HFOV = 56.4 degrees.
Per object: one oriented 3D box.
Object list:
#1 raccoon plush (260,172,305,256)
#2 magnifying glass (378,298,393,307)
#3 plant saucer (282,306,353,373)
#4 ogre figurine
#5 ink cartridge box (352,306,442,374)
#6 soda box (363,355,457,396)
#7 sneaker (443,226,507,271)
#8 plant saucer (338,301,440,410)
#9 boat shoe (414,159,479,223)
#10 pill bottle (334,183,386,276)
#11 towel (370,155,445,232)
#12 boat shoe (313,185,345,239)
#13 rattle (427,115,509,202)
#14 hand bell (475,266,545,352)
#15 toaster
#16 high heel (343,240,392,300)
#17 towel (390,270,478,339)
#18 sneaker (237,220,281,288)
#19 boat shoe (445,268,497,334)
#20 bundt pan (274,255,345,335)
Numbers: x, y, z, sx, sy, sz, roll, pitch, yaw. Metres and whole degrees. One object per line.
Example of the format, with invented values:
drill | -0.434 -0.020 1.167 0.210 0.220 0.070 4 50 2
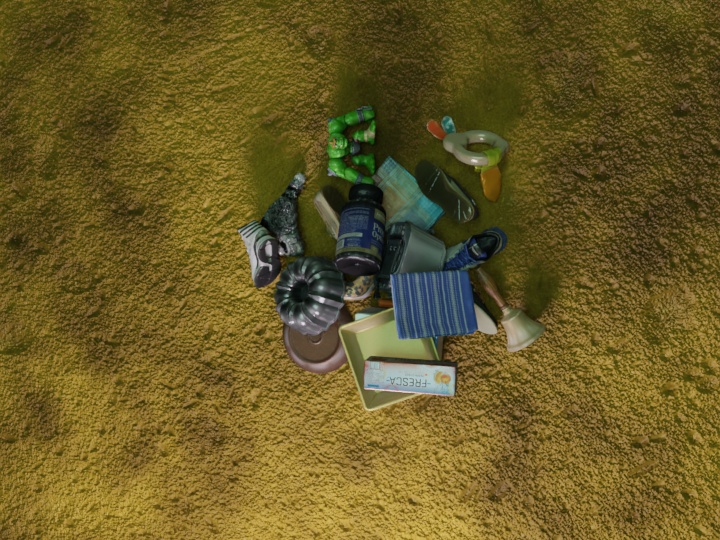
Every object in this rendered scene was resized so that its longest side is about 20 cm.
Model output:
raccoon plush | -0.162 -0.130 1.689 0.133 0.097 0.201 35 98 2
magnifying glass | 0.139 0.090 1.632 0.198 0.079 0.023 8 97 23
plant saucer | -0.111 0.164 1.707 0.198 0.037 0.203 1 92 14
ogre figurine | -0.023 -0.300 1.650 0.118 0.098 0.203 0 106 -3
ink cartridge box | 0.092 0.173 1.601 0.197 0.145 0.149 5 93 13
soda box | 0.108 0.225 1.441 0.197 0.068 0.064 3 93 13
sneaker | 0.250 -0.039 1.575 0.198 0.115 0.081 -33 83 13
plant saucer | 0.074 0.189 1.507 0.198 0.048 0.202 -20 87 11
boat shoe | 0.207 -0.187 1.609 0.201 0.066 0.072 50 117 27
pill bottle | 0.003 -0.098 1.591 0.110 0.112 0.202 1 67 13
towel | 0.096 -0.164 1.658 0.200 0.022 0.147 44 100 9
boat shoe | -0.049 -0.113 1.677 0.064 0.071 0.202 -33 83 47
rattle | 0.253 -0.273 1.614 0.198 0.143 0.131 20 63 27
hand bell | 0.327 0.076 1.546 0.104 0.104 0.201 -35 94 12
toaster | 0.117 -0.010 1.580 0.128 0.113 0.202 18 85 -23
high heel | 0.000 0.000 1.663 0.197 0.071 0.145 -3 86 9
towel | 0.163 0.073 1.469 0.198 0.024 0.147 -3 80 -24
sneaker | -0.256 -0.051 1.689 0.075 0.201 0.116 -23 60 -26
boat shoe | 0.260 0.075 1.573 0.201 0.063 0.073 43 146 -22
bundt pan | -0.136 0.054 1.649 0.200 0.075 0.205 -12 70 35
